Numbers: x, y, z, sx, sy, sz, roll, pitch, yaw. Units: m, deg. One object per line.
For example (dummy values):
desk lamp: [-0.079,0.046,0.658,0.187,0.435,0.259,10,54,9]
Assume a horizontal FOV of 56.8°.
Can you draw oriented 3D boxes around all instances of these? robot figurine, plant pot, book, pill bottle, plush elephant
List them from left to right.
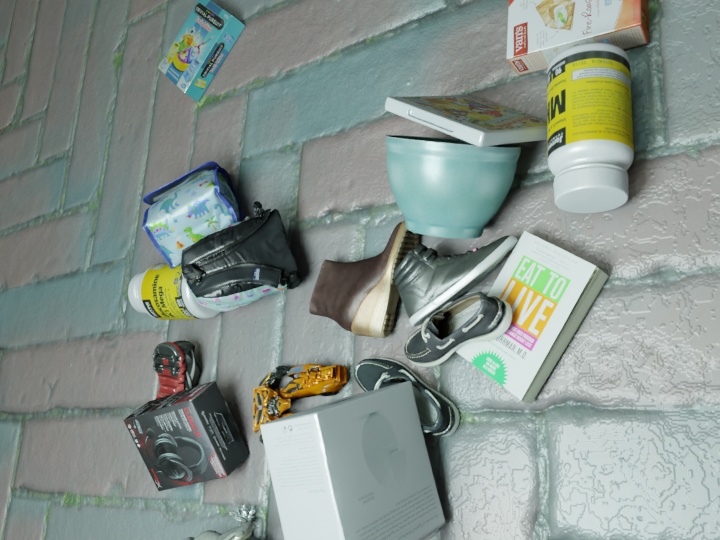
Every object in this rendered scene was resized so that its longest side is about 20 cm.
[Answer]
pill bottle: [-0.366,0.040,1.319,0.197,0.112,0.115,-4,73,35]
plush elephant: [-0.213,0.471,1.048,0.163,0.154,0.203,-30,61,24]
robot figurine: [-0.108,0.222,1.111,0.197,0.058,0.148,-17,66,30]
plant pot: [0.129,-0.122,0.980,0.198,0.199,0.137,14,107,37]
book: [0.233,0.062,0.930,0.133,0.048,0.202,34,97,43]
pill bottle: [0.310,-0.190,0.903,0.113,0.114,0.204,-7,72,33]

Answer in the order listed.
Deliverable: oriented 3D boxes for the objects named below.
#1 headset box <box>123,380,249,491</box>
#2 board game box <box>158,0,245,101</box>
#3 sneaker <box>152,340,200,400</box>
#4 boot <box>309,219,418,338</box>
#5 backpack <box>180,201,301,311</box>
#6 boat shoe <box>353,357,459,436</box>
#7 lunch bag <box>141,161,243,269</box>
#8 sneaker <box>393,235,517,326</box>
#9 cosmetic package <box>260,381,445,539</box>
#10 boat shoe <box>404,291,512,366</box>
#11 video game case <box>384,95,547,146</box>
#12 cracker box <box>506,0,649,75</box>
headset box: [-0.301,0.293,1.178,0.197,0.077,0.151,-19,99,30]
board game box: [-0.370,-0.514,1.533,0.151,0.047,0.202,42,101,36]
sneaker: [-0.350,0.225,1.279,0.069,0.098,0.205,10,105,18]
boot: [0.000,0.000,1.093,0.164,0.072,0.204,18,90,36]
backpack: [-0.216,-0.006,1.188,0.197,0.127,0.169,-20,67,-7]
boat shoe: [0.058,0.182,1.003,0.198,0.060,0.077,20,87,38]
lunch bag: [-0.329,-0.124,1.311,0.168,0.129,0.201,-27,27,1]
sneaker: [0.131,-0.014,0.986,0.199,0.071,0.100,-37,73,13]
cosmetic package: [-0.008,0.277,0.897,0.122,0.197,0.204,-21,80,41]
boat shoe: [0.124,0.084,0.958,0.199,0.060,0.075,-27,46,46]
video game case: [0.164,-0.224,0.974,0.181,0.198,0.023,31,122,37]
cracker box: [0.320,-0.385,0.992,0.197,0.057,0.137,-6,72,35]
